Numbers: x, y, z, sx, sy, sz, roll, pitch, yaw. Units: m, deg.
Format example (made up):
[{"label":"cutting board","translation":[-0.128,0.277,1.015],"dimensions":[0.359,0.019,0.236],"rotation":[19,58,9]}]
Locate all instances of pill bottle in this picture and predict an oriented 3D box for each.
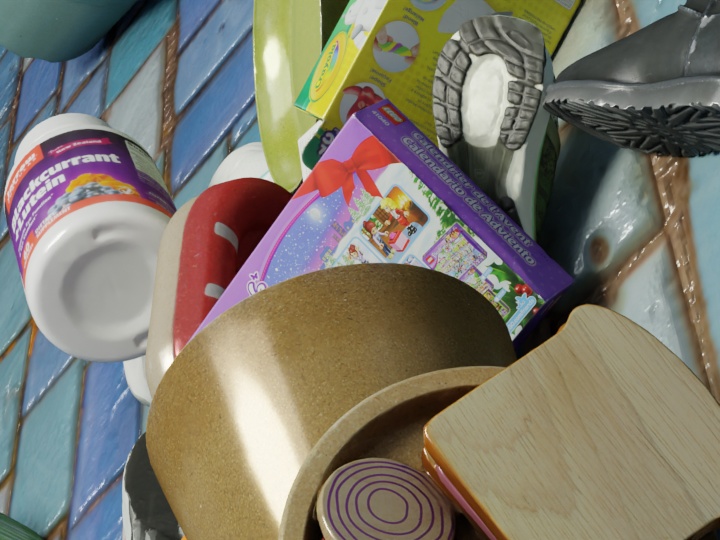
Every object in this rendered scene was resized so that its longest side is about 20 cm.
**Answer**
[{"label":"pill bottle","translation":[-0.180,-0.031,1.378],"dimensions":[0.112,0.111,0.200],"rotation":[-56,28,14]}]

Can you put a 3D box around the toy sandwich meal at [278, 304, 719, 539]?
[{"label":"toy sandwich meal","translation":[0.066,0.107,0.826],"dimensions":[0.070,0.205,0.205],"rotation":[101,180,-57]}]

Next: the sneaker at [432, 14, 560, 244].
[{"label":"sneaker","translation":[0.078,-0.032,1.101],"dimensions":[0.077,0.089,0.200],"rotation":[13,94,28]}]

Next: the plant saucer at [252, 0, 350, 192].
[{"label":"plant saucer","translation":[-0.035,-0.150,1.328],"dimensions":[0.200,0.031,0.200],"rotation":[179,90,-76]}]

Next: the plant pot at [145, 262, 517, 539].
[{"label":"plant pot","translation":[0.013,0.132,0.937],"dimensions":[0.186,0.186,0.200],"rotation":[-49,41,27]}]

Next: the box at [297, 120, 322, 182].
[{"label":"box","translation":[0.000,0.000,1.182],"dimensions":[0.041,0.039,0.200],"rotation":[-40,47,39]}]

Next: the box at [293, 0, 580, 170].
[{"label":"box","translation":[0.048,-0.130,1.184],"dimensions":[0.200,0.117,0.048],"rotation":[-62,30,0]}]

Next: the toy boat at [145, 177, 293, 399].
[{"label":"toy boat","translation":[-0.048,0.028,1.243],"dimensions":[0.131,0.131,0.200],"rotation":[-17,42,17]}]

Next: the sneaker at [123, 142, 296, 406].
[{"label":"sneaker","translation":[-0.098,0.005,1.398],"dimensions":[0.201,0.070,0.080],"rotation":[-62,26,-1]}]

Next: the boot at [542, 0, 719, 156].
[{"label":"boot","translation":[0.182,-0.159,1.006],"dimensions":[0.165,0.066,0.200],"rotation":[7,74,57]}]

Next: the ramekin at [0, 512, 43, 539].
[{"label":"ramekin","translation":[-0.314,0.261,1.525],"dimensions":[0.200,0.098,0.200],"rotation":[-45,28,33]}]

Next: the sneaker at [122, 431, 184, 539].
[{"label":"sneaker","translation":[-0.121,0.179,1.254],"dimensions":[0.200,0.080,0.086],"rotation":[-77,6,-50]}]

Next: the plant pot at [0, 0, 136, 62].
[{"label":"plant pot","translation":[-0.280,-0.308,1.973],"dimensions":[0.196,0.200,0.201],"rotation":[-42,29,54]}]

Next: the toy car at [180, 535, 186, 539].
[{"label":"toy car","translation":[-0.100,0.227,1.062],"dimensions":[0.200,0.150,0.175],"rotation":[-62,24,0]}]

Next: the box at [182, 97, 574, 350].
[{"label":"box","translation":[0.002,0.029,1.074],"dimensions":[0.200,0.137,0.039],"rotation":[-52,-12,33]}]
